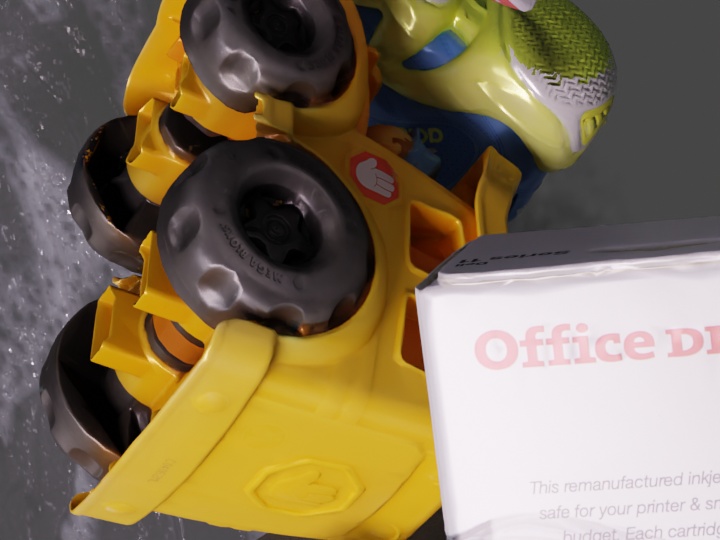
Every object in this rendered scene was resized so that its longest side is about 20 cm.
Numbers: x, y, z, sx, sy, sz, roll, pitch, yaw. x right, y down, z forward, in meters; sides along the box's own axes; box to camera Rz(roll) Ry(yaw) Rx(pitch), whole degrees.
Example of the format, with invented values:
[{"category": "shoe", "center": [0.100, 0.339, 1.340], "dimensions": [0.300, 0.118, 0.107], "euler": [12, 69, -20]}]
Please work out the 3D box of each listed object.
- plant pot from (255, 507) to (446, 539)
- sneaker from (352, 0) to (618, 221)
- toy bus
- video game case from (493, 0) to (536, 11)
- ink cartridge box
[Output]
[{"category": "plant pot", "center": [0.072, 0.181, 1.050], "dimensions": [0.176, 0.200, 0.201], "euler": [-1, 106, 33]}, {"category": "sneaker", "center": [0.004, -0.093, 1.081], "dimensions": [0.200, 0.076, 0.105], "euler": [46, 134, 23]}, {"category": "toy bus", "center": [0.000, 0.000, 1.007], "dimensions": [0.136, 0.191, 0.201], "euler": [130, 150, -48]}, {"category": "video game case", "center": [0.014, -0.183, 1.016], "dimensions": [0.199, 0.017, 0.144], "euler": [24, 85, 38]}, {"category": "ink cartridge box", "center": [0.104, 0.086, 0.878], "dimensions": [0.146, 0.083, 0.201], "euler": [-4, 101, 14]}]
